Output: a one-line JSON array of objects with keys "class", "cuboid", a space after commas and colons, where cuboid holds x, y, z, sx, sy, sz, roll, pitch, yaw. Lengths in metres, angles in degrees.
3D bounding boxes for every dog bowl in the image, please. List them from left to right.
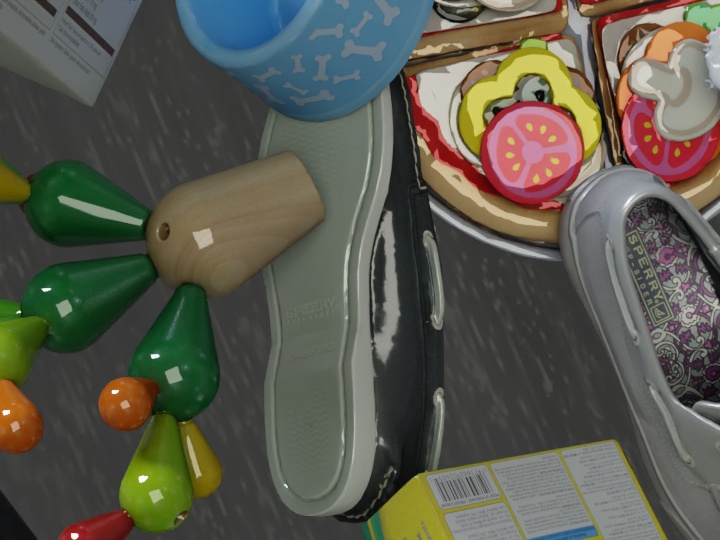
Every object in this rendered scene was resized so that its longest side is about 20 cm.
[{"class": "dog bowl", "cuboid": [-0.017, -0.162, 0.779, 0.049, 0.111, 0.202, 15, 84, -45]}]

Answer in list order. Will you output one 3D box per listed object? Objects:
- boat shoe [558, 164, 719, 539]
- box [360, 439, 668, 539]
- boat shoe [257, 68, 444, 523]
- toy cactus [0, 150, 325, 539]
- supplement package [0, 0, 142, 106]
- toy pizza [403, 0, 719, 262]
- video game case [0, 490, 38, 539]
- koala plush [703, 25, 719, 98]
[{"class": "boat shoe", "cuboid": [0.147, 0.050, 0.796, 0.072, 0.069, 0.201, -23, 99, -6]}, {"class": "box", "cuboid": [0.092, 0.166, 0.745, 0.117, 0.048, 0.201, -4, 58, -40]}, {"class": "boat shoe", "cuboid": [0.000, 0.000, 0.801, 0.060, 0.075, 0.202, 10, 82, -43]}, {"class": "toy cactus", "cuboid": [-0.088, 0.013, 0.757, 0.164, 0.103, 0.200, -28, 46, -11]}, {"class": "supplement package", "cuboid": [-0.181, -0.163, 0.727, 0.199, 0.156, 0.111, 25, 86, 11]}, {"class": "toy pizza", "cuboid": [0.091, -0.104, 0.826, 0.199, 0.032, 0.202, 0, 87, -4]}, {"class": "video game case", "cuboid": [-0.159, 0.183, 0.730, 0.180, 0.026, 0.201, -25, 112, 17]}, {"class": "koala plush", "cuboid": [0.252, -0.066, 0.790, 0.199, 0.184, 0.178, -30, 104, 14]}]
